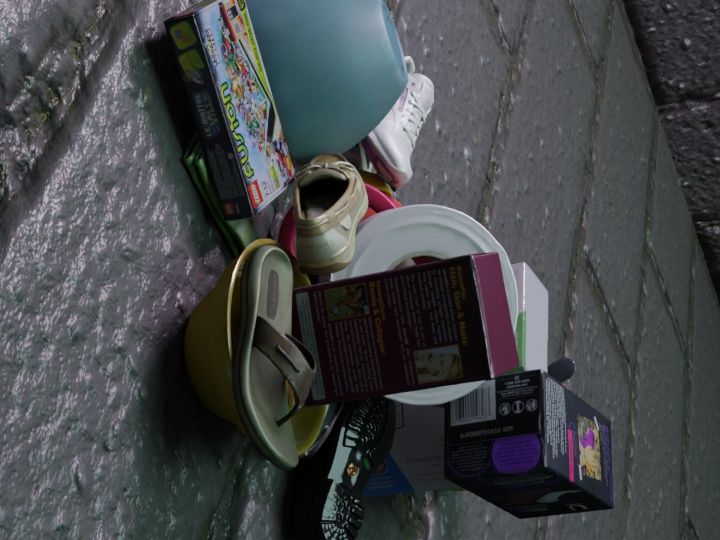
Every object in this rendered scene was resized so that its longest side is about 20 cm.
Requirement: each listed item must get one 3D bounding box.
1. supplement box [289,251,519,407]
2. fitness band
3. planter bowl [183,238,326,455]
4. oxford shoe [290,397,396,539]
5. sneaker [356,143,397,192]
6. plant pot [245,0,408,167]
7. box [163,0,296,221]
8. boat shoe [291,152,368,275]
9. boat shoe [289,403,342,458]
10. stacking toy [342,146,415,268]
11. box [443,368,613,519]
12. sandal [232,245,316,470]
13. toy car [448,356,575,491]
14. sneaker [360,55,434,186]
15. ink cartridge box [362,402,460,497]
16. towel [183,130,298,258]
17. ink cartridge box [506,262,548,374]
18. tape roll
[{"bbox_3d":[0.034,0.055,1.292,0.085,0.198,0.112,-9,89,-67],"label":"supplement box"},{"bbox_3d":[0.000,0.000,1.489,0.201,0.143,0.037,53,-3,0],"label":"fitness band"},{"bbox_3d":[-0.108,0.077,1.312,0.200,0.083,0.203,-10,90,-67],"label":"planter bowl"},{"bbox_3d":[-0.024,0.194,1.458,0.073,0.084,0.201,46,52,-26],"label":"oxford shoe"},{"bbox_3d":[0.021,-0.126,1.691,0.074,0.088,0.202,32,53,-61],"label":"sneaker"},{"bbox_3d":[-0.025,-0.225,1.506,0.200,0.133,0.202,-17,90,-79],"label":"plant pot"},{"bbox_3d":[-0.124,-0.162,1.369,0.110,0.034,0.202,-49,127,-58],"label":"box"},{"bbox_3d":[-0.036,-0.072,1.392,0.201,0.072,0.064,-80,160,-57],"label":"boat shoe"},{"bbox_3d":[-0.048,0.135,1.460,0.200,0.069,0.067,-67,168,-67],"label":"boat shoe"},{"bbox_3d":[-0.004,-0.062,1.603,0.146,0.145,0.202,25,39,-62],"label":"stacking toy"},{"bbox_3d":[0.184,0.192,1.522,0.200,0.121,0.107,37,49,-53],"label":"box"},{"bbox_3d":[-0.070,0.071,1.225,0.080,0.057,0.203,33,52,-60],"label":"sandal"},{"bbox_3d":[0.178,0.173,1.786,0.158,0.198,0.166,46,40,-52],"label":"toy car"},{"bbox_3d":[0.041,-0.181,1.616,0.075,0.099,0.201,61,11,-45],"label":"sneaker"},{"bbox_3d":[0.064,0.149,1.600,0.086,0.145,0.203,8,73,-63],"label":"ink cartridge box"},{"bbox_3d":[-0.112,-0.117,1.448,0.150,0.030,0.201,63,29,-33],"label":"towel"},{"bbox_3d":[0.122,0.088,1.696,0.084,0.198,0.148,46,40,-47],"label":"ink cartridge box"},{"bbox_3d":[0.057,0.034,1.433,0.071,0.200,0.205,-175,-107,-80],"label":"tape roll"}]
